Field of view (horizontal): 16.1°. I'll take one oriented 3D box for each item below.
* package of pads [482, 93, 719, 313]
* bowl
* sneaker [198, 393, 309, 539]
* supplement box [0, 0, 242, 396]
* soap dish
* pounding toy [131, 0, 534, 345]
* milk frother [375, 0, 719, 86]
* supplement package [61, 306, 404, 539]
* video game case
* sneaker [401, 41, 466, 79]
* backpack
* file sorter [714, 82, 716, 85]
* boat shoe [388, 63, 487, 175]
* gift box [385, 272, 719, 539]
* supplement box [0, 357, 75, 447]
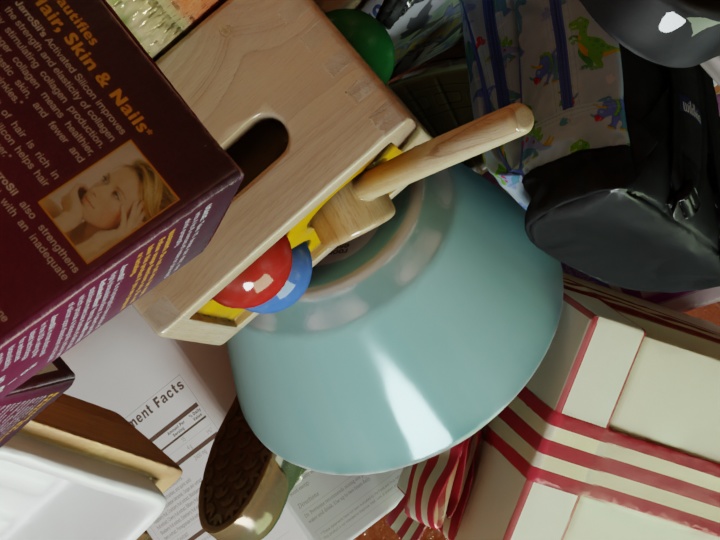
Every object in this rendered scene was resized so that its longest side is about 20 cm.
[{"bbox_3d":[0.166,-0.026,1.561,0.200,0.121,0.076,-17,-137,21],"label":"package of pads"},{"bbox_3d":[0.000,0.000,1.391,0.201,0.201,0.105,-39,133,-6],"label":"bowl"},{"bbox_3d":[-0.027,0.085,1.482,0.067,0.090,0.201,-23,-139,40],"label":"sneaker"},{"bbox_3d":[-0.157,-0.009,0.935,0.200,0.110,0.086,-37,172,-23],"label":"supplement box"},{"bbox_3d":[-0.223,0.140,1.425,0.200,0.081,0.157,-43,139,23],"label":"soap dish"},{"bbox_3d":[-0.029,-0.052,1.237,0.200,0.142,0.184,-40,173,4],"label":"pounding toy"},{"bbox_3d":[0.125,-0.149,1.233,0.180,0.188,0.200,-33,167,-30],"label":"milk frother"},{"bbox_3d":[-0.079,0.095,1.570,0.120,0.200,0.121,-38,175,42],"label":"supplement package"},{"bbox_3d":[0.064,-0.172,1.450,0.200,0.022,0.182,-31,168,-47],"label":"video game case"},{"bbox_3d":[0.117,-0.126,1.552,0.200,0.077,0.080,1,-151,42],"label":"sneaker"},{"bbox_3d":[0.126,-0.099,1.357,0.153,0.201,0.163,-8,160,32],"label":"backpack"},{"bbox_3d":[0.211,-0.196,1.548,0.139,0.125,0.200,-45,178,-2],"label":"file sorter"},{"bbox_3d":[0.017,-0.075,1.514,0.200,0.073,0.063,-29,-164,25],"label":"boat shoe"},{"bbox_3d":[0.125,0.099,1.486,0.200,0.186,0.185,26,-82,66],"label":"gift box"},{"bbox_3d":[-0.227,0.062,1.139,0.110,0.086,0.200,-43,172,15],"label":"supplement box"}]
